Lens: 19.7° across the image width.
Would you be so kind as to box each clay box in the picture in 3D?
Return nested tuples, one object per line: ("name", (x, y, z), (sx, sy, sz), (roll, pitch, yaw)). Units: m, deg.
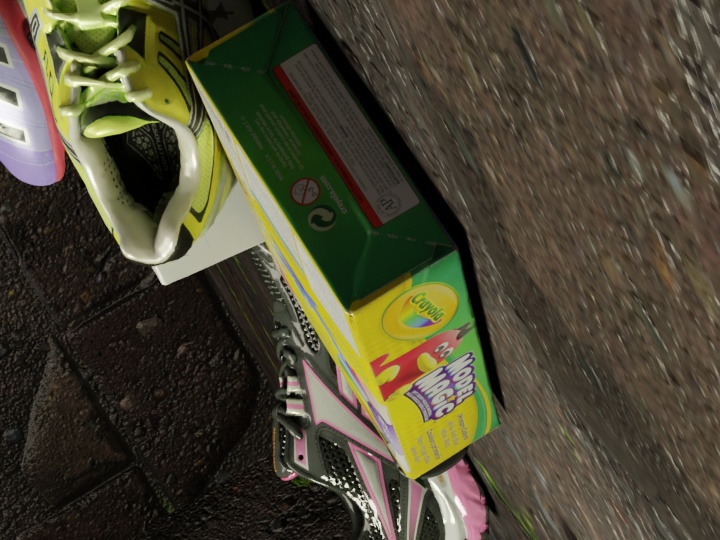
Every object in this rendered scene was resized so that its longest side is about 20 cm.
("clay box", (0.000, 0.000, 0.768), (0.115, 0.048, 0.200), (57, 175, 24))

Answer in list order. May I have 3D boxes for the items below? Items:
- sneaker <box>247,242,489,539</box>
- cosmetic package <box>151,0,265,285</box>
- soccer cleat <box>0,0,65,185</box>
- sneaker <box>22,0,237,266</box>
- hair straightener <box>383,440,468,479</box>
("sneaker", (-0.014, 0.068, 1.062), (0.200, 0.086, 0.080), (60, 173, 4))
("cosmetic package", (-0.089, -0.081, 0.914), (0.200, 0.081, 0.113), (-132, 20, -70))
("soccer cleat", (-0.178, -0.115, 0.844), (0.067, 0.076, 0.200), (-125, 13, -55))
("sneaker", (-0.084, -0.092, 0.738), (0.077, 0.075, 0.200), (-87, -19, -55))
("hair straightener", (-0.008, 0.015, 0.953), (0.200, 0.041, 0.077), (56, 173, 31))
